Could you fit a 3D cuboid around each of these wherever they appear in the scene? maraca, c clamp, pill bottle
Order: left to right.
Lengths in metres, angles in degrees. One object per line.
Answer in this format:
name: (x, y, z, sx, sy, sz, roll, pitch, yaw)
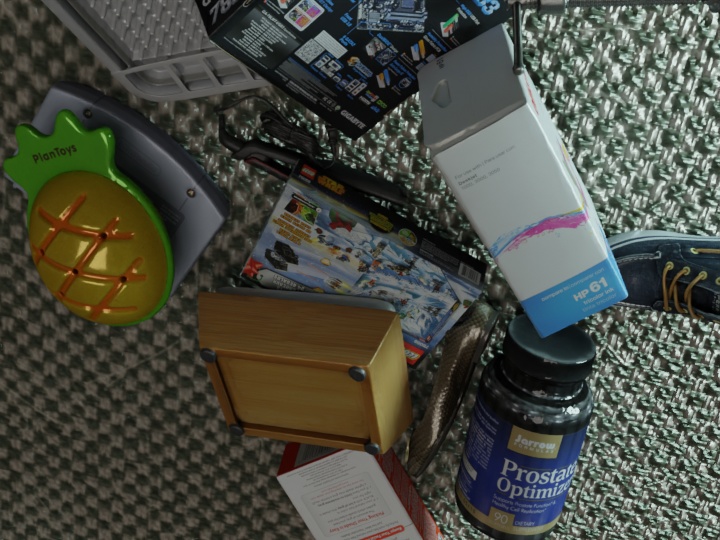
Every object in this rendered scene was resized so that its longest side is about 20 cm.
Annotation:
maraca: (-0.240, -0.041, 0.792, 0.134, 0.107, 0.203, -14, 112, 15)
pill bottle: (0.160, 0.150, 0.859, 0.109, 0.112, 0.204, 10, 117, 3)
c clamp: (0.201, -0.223, 0.668, 0.195, 0.174, 0.027, -5, 154, 4)

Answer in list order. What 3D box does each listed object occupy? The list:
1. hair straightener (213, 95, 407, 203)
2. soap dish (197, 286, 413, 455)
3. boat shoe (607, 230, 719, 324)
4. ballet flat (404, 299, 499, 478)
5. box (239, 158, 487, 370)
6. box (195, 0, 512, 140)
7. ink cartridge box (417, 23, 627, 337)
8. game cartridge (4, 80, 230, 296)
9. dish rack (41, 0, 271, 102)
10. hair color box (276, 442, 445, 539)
hair straightener: (-0.044, -0.109, 0.814, 0.197, 0.041, 0.078, 28, 116, 0)
soap dish: (-0.054, 0.097, 0.851, 0.195, 0.082, 0.159, 5, 134, 15)
boat shoe: (0.289, 0.011, 0.786, 0.195, 0.091, 0.072, -5, 115, 10)
ballet flat: (0.082, 0.117, 0.884, 0.046, 0.067, 0.203, 25, 115, 12)
box: (0.000, 0.000, 0.826, 0.197, 0.040, 0.137, 29, 135, -8)
box: (0.009, -0.209, 0.685, 0.197, 0.050, 0.199, -37, 148, 20)
ink cartridge box: (0.129, -0.073, 0.718, 0.084, 0.146, 0.201, -27, 123, 18)
game cartridge: (-0.227, -0.081, 0.850, 0.199, 0.041, 0.134, 38, 118, -10)
dish rack: (-0.152, -0.214, 0.717, 0.168, 0.045, 0.200, -5, 158, 18)
hair color box: (0.007, 0.263, 0.961, 0.109, 0.064, 0.203, -23, 108, 16)
